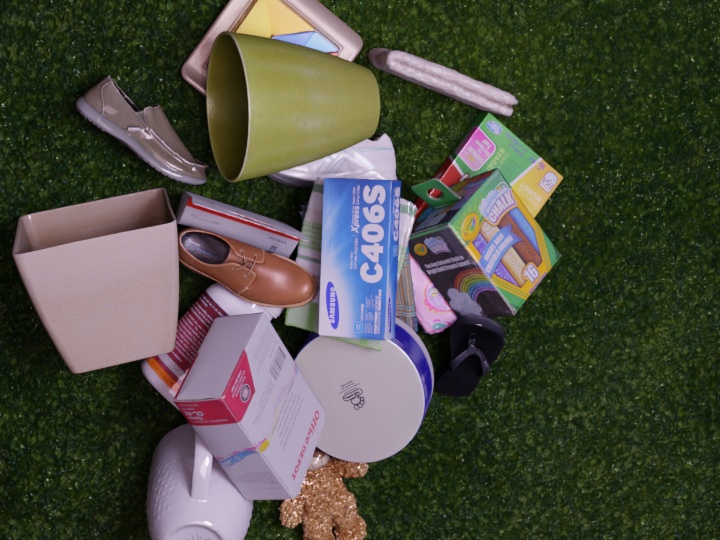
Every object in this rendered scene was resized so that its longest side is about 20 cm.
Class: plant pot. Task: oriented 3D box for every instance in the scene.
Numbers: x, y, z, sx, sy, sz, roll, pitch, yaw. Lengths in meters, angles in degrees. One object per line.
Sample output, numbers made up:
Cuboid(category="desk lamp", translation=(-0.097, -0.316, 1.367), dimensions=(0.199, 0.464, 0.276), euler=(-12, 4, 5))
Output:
Cuboid(category="plant pot", translation=(-0.082, -0.216, 1.479), dimensions=(0.197, 0.187, 0.191), euler=(-6, 99, -24))
Cuboid(category="plant pot", translation=(-0.328, 0.017, 1.469), dimensions=(0.197, 0.200, 0.180), euler=(-11, 109, -11))

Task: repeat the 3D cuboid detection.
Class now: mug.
Cuboid(category="mug", translation=(-0.212, 0.290, 1.499), dimensions=(0.145, 0.176, 0.203), euler=(5, 117, -6))

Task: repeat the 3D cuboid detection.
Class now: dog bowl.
Cuboid(category="dog bowl", translation=(0.000, 0.160, 1.572), dimensions=(0.197, 0.079, 0.203), euler=(4, 108, 11))

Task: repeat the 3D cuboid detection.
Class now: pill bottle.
Cuboid(category="pill bottle", translation=(-0.195, 0.093, 1.541), dimensions=(0.113, 0.113, 0.200), euler=(42, 87, -14))

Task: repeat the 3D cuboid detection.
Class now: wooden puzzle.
Cuboid(category="wooden puzzle", translation=(-0.118, -0.292, 1.549), dimensions=(0.184, 0.037, 0.201), euler=(36, 88, -14))

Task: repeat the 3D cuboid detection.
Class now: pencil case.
Cuboid(category="pencil case", translation=(0.063, -0.002, 1.600), dimensions=(0.087, 0.087, 0.200), euler=(-43, 105, -4))

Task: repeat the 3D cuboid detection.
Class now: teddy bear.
Cuboid(category="teddy bear", translation=(-0.054, 0.321, 1.625), dimensions=(0.143, 0.067, 0.204), euler=(-3, 98, -15))

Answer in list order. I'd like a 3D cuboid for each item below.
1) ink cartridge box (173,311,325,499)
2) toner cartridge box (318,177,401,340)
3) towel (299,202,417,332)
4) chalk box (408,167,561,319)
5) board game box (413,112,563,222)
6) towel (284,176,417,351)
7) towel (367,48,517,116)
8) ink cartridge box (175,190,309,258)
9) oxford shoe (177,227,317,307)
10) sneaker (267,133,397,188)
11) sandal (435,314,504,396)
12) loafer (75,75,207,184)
Cuboid(category="ink cartridge box", translation=(-0.136, 0.176, 1.450), dimensions=(0.084, 0.149, 0.201), euler=(-6, 130, 27))
Cuboid(category="toner cartridge box", translation=(-0.001, -0.016, 1.452), dimensions=(0.093, 0.043, 0.204), euler=(3, 94, 20))
Cuboid(category="towel", translation=(0.000, 0.000, 1.559), dimensions=(0.144, 0.022, 0.203), euler=(0, 119, 16))
Cuboid(category="chalk box", translation=(0.150, -0.049, 1.536), dimensions=(0.124, 0.124, 0.201), euler=(-45, 106, -29))
Cuboid(category="board game box", translation=(0.176, -0.101, 1.637), dimensions=(0.152, 0.040, 0.201), euler=(37, 88, -14))
Cuboid(category="towel", translation=(-0.015, -0.009, 1.495), dimensions=(0.147, 0.031, 0.203), euler=(15, 98, 18))
Cuboid(category="towel", translation=(0.112, -0.262, 1.556), dimensions=(0.197, 0.133, 0.035), euler=(19, 97, -15))
Cuboid(category="ink cartridge box", translation=(-0.158, -0.054, 1.485), dimensions=(0.158, 0.200, 0.048), euler=(18, 94, -14))
Cuboid(category="oxford shoe", translation=(-0.149, -0.002, 1.468), dimensions=(0.197, 0.071, 0.072), euler=(19, 79, -4))
Cuboid(category="sneaker", translation=(-0.044, -0.155, 1.573), dimensions=(0.197, 0.070, 0.082), euler=(1, 88, -19))
Cuboid(category="sandal", translation=(0.154, 0.129, 1.591), dimensions=(0.075, 0.201, 0.043), euler=(11, 53, 0))
Cuboid(category="loafer", translation=(-0.280, -0.186, 1.506), dimensions=(0.199, 0.075, 0.070), euler=(35, 93, -14))
